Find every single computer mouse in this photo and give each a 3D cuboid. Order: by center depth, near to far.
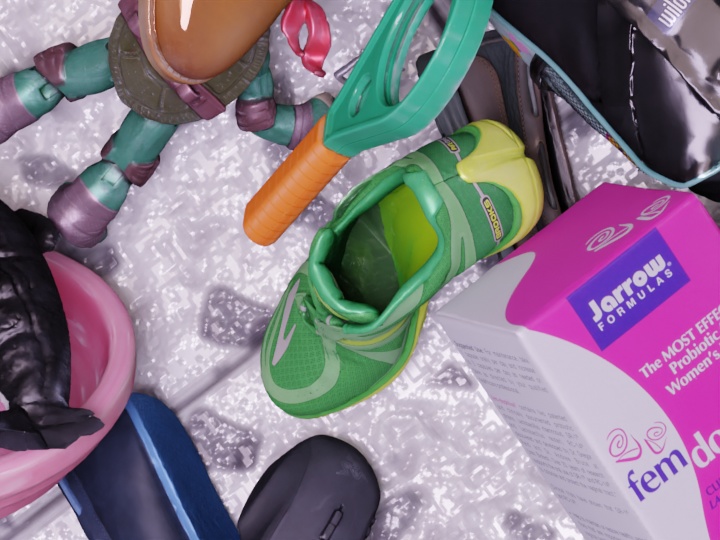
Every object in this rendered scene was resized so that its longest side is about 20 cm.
[{"bbox_3d":[-0.036,0.153,1.297,0.059,0.200,0.034,36,141,-19],"label":"computer mouse"}]

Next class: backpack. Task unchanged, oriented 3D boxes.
[{"bbox_3d":[0.135,-0.148,1.264,0.200,0.153,0.176,41,101,10],"label":"backpack"}]

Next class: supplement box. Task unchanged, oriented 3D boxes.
[{"bbox_3d":[0.137,0.072,1.245,0.101,0.103,0.200,-38,103,-12],"label":"supplement box"}]

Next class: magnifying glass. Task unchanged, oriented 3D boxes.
[{"bbox_3d":[0.002,-0.069,1.261,0.022,0.200,0.080,22,51,-21],"label":"magnifying glass"}]

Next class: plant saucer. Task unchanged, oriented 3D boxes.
[{"bbox_3d":[-0.201,0.056,1.325,0.200,0.201,0.051,6,126,11],"label":"plant saucer"}]

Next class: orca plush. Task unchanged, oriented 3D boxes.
[{"bbox_3d":[-0.184,-0.001,1.289,0.105,0.071,0.200,-17,43,-5],"label":"orca plush"}]

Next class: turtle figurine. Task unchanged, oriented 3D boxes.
[{"bbox_3d":[-0.079,-0.104,1.337,0.200,0.101,0.150,-35,81,15],"label":"turtle figurine"}]

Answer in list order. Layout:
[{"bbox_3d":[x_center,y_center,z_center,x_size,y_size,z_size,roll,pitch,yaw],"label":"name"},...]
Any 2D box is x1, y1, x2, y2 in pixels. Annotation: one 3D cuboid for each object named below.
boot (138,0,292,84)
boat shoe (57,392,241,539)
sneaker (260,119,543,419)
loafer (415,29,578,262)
[{"bbox_3d":[0.000,-0.149,1.206,0.155,0.074,0.200,30,91,46],"label":"boot"},{"bbox_3d":[-0.083,0.156,1.351,0.069,0.084,0.200,-30,68,16],"label":"boat shoe"},{"bbox_3d":[0.000,0.000,1.294,0.074,0.083,0.200,59,137,18],"label":"sneaker"},{"bbox_3d":[0.089,-0.017,1.317,0.063,0.072,0.200,-24,83,4],"label":"loafer"}]
